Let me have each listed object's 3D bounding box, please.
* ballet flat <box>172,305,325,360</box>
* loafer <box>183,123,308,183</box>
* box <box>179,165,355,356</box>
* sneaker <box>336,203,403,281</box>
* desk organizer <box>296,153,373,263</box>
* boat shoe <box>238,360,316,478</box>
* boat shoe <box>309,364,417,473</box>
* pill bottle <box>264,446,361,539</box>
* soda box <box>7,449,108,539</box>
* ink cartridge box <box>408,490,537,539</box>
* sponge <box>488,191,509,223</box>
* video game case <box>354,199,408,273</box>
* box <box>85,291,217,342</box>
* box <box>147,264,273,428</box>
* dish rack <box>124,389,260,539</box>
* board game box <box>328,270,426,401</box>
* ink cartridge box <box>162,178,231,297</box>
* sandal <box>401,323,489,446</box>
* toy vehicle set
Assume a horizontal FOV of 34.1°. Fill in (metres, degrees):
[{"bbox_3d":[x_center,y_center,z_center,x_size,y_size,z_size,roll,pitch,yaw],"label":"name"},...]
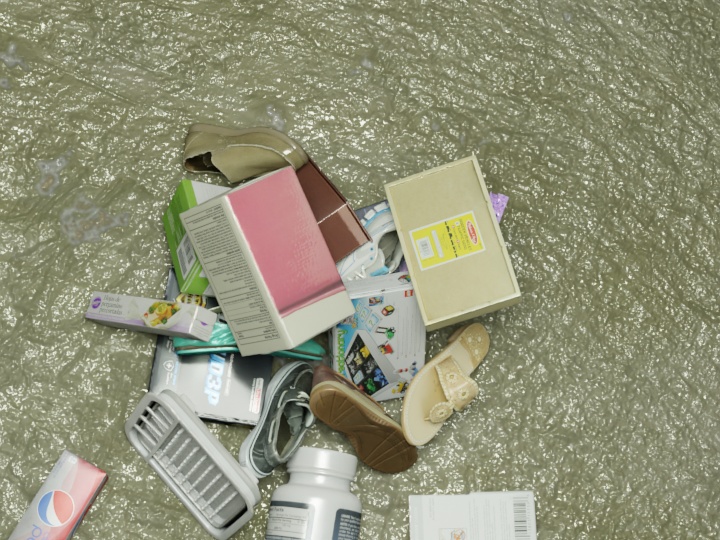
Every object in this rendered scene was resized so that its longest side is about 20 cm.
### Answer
[{"bbox_3d":[-0.143,0.078,1.530,0.200,0.067,0.070,3,82,-7],"label":"ballet flat"},{"bbox_3d":[-0.160,-0.152,1.599,0.200,0.076,0.067,8,65,34],"label":"loafer"},{"bbox_3d":[-0.114,-0.009,1.436,0.109,0.128,0.200,-28,98,-34],"label":"box"},{"bbox_3d":[0.000,0.000,1.528,0.075,0.087,0.200,38,87,-28],"label":"sneaker"},{"bbox_3d":[-0.064,-0.083,1.563,0.077,0.200,0.072,-35,123,-2],"label":"desk organizer"},{"bbox_3d":[-0.087,0.190,1.519,0.072,0.071,0.200,53,36,-24],"label":"boat shoe"},{"bbox_3d":[0.004,0.193,1.549,0.072,0.072,0.200,-38,123,18],"label":"boat shoe"},{"bbox_3d":[-0.061,0.333,1.501,0.119,0.120,0.200,10,75,-6],"label":"pill bottle"},{"bbox_3d":[-0.397,0.329,1.477,0.063,0.070,0.200,30,73,-1],"label":"soda box"},{"bbox_3d":[0.149,0.396,1.556,0.173,0.044,0.200,0,76,-8],"label":"ink cartridge box"},{"bbox_3d":[0.154,-0.022,1.581,0.030,0.200,0.112,20,73,2],"label":"sponge"},{"bbox_3d":[0.018,-0.021,1.599,0.200,0.019,0.143,-18,65,13],"label":"video game case"},{"bbox_3d":[-0.272,0.058,1.517,0.200,0.041,0.039,5,72,38],"label":"box"},{"bbox_3d":[-0.195,0.104,1.577,0.159,0.046,0.200,10,74,-6],"label":"box"},{"bbox_3d":[-0.207,0.241,1.486,0.200,0.172,0.044,49,54,5],"label":"dish rack"},{"bbox_3d":[0.022,0.093,1.544,0.126,0.200,0.035,-9,40,-11],"label":"board game box"},{"bbox_3d":[-0.149,-0.033,1.578,0.200,0.076,0.148,10,41,-31],"label":"ink cartridge box"},{"bbox_3d":[0.131,0.143,1.564,0.078,0.070,0.212,54,50,-20],"label":"sandal"},{"bbox_3d":[0.114,-0.036,1.471,0.124,0.027,0.200,-17,69,5],"label":"toy vehicle set"}]
